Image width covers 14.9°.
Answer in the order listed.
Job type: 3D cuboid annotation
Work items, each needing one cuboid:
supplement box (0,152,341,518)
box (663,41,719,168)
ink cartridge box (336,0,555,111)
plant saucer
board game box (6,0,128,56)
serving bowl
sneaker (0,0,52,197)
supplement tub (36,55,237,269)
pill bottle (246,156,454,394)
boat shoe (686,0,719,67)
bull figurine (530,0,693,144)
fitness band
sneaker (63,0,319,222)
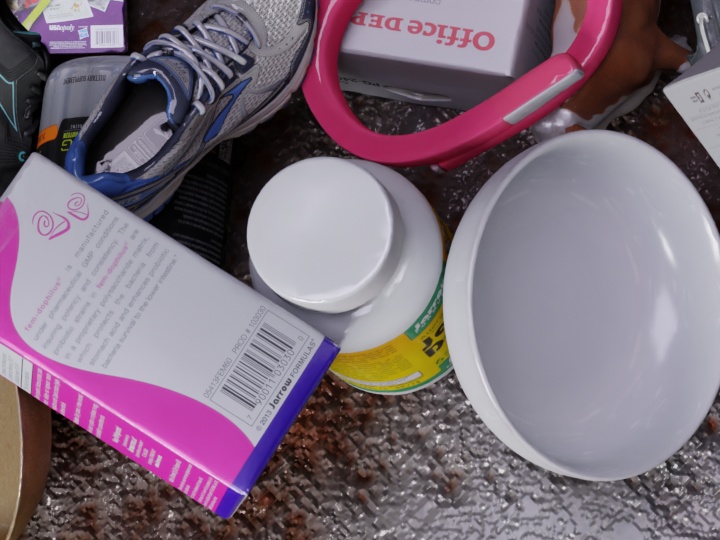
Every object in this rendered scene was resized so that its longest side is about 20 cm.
[{"bbox_3d":[-0.126,0.038,1.519,0.200,0.103,0.101,33,75,0],"label":"supplement box"},{"bbox_3d":[0.285,-0.063,1.511,0.124,0.097,0.200,-39,96,-14],"label":"box"},{"bbox_3d":[0.054,-0.207,1.681,0.145,0.083,0.200,10,79,16],"label":"ink cartridge box"},{"bbox_3d":[-0.231,0.082,1.650,0.035,0.200,0.200,-6,70,-32],"label":"plant saucer"},{"bbox_3d":[-0.248,-0.194,1.742,0.200,0.032,0.120,-1,92,-2],"label":"board game box"},{"bbox_3d":[0.120,0.021,1.577,0.066,0.200,0.200,-6,71,53],"label":"serving bowl"},{"bbox_3d":[-0.224,-0.102,1.699,0.079,0.075,0.200,-20,103,0],"label":"sneaker"},{"bbox_3d":[-0.141,-0.020,1.661,0.122,0.123,0.200,2,76,14],"label":"supplement tub"},{"bbox_3d":[0.000,0.000,1.581,0.113,0.200,0.113,-3,75,12],"label":"pill bottle"},{"bbox_3d":[0.220,-0.128,1.596,0.060,0.076,0.200,-1,94,23],"label":"boat shoe"},{"bbox_3d":[0.155,-0.155,1.624,0.065,0.121,0.200,4,92,58],"label":"bull figurine"},{"bbox_3d":[0.057,-0.143,1.594,0.200,0.037,0.144,-30,71,15],"label":"fitness band"},{"bbox_3d":[-0.096,-0.104,1.570,0.077,0.085,0.200,38,82,11],"label":"sneaker"}]
